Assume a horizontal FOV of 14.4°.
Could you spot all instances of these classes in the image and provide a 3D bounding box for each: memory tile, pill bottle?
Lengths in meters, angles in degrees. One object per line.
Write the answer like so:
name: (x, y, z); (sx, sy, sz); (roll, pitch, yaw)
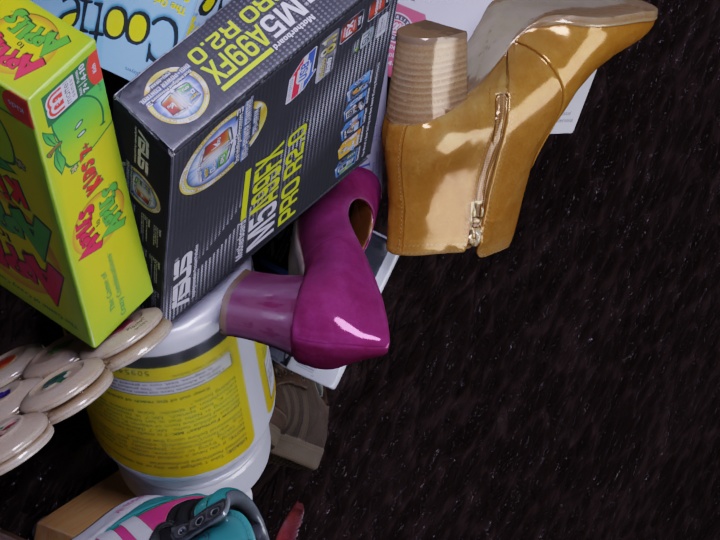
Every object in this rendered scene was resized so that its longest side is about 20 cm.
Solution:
memory tile: (-0.198, 0.084, 1.469); (0.200, 0.153, 0.017); (-44, 109, -42)
pill bottle: (-0.109, 0.051, 1.651); (0.114, 0.114, 0.200); (-53, 155, -28)

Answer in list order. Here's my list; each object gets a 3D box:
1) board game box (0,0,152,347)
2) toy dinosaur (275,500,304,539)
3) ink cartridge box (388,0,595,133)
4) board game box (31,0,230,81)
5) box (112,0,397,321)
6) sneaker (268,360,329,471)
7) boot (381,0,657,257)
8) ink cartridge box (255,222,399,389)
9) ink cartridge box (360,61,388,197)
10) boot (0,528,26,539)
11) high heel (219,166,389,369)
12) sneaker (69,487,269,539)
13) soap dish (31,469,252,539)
board game box: (-0.167, -0.057, 1.411); (0.048, 0.101, 0.200); (-46, 152, -25)
toy dinosaur: (-0.094, 0.275, 1.813); (0.181, 0.105, 0.201); (-27, 103, -40)
ink cartridge box: (0.092, -0.203, 1.798); (0.083, 0.146, 0.201); (-8, 120, -68)
board game box: (-0.085, -0.200, 1.451); (0.103, 0.105, 0.200); (-8, 121, -66)
box: (-0.056, -0.073, 1.463); (0.160, 0.044, 0.200); (-41, 163, -23)
sneaker: (-0.071, 0.080, 1.861); (0.200, 0.070, 0.076); (41, 57, -72)
boot: (0.092, -0.086, 1.702); (0.201, 0.071, 0.144); (-15, 116, -35)
ink cartridge box: (-0.035, 0.009, 1.794); (0.100, 0.039, 0.200); (-65, -164, -1)
ink cartridge box: (-0.030, -0.128, 1.662); (0.044, 0.094, 0.200); (-33, 144, -30)
boot: (-0.247, 0.207, 1.558); (0.200, 0.077, 0.156); (56, 56, -80)
high heel: (0.000, 0.000, 1.597); (0.200, 0.096, 0.068); (-54, 151, -54)
sneaker: (-0.109, 0.180, 1.587); (0.200, 0.120, 0.084); (-43, 118, -55)
soap dish: (-0.149, 0.216, 1.780); (0.157, 0.081, 0.200); (-32, 141, -54)
